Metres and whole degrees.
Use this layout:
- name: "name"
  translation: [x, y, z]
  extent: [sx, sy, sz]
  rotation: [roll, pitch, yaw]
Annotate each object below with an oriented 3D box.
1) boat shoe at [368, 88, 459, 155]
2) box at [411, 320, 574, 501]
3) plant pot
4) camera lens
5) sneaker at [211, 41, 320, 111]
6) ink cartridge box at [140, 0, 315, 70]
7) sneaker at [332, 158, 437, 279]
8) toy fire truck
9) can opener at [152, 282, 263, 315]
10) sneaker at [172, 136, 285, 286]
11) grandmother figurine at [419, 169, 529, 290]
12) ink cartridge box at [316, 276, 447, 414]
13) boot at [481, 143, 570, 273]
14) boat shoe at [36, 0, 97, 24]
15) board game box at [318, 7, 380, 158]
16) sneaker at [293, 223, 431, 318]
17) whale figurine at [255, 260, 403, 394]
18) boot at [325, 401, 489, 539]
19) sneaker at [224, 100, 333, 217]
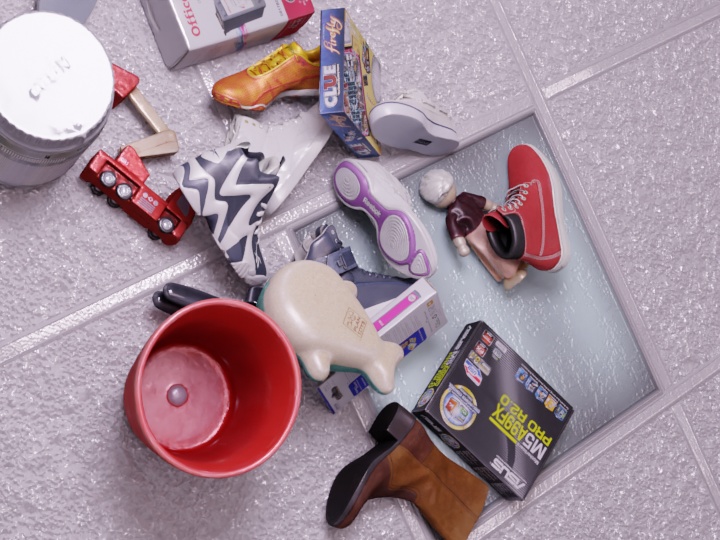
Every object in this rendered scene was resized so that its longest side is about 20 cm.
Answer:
- name: "boat shoe"
  translation: [0.070, -0.213, 1.636]
  extent: [0.199, 0.070, 0.071]
  rotation: [8, 63, -54]
- name: "box"
  translation: [0.188, 0.196, 1.662]
  extent: [0.200, 0.044, 0.161]
  rotation: [43, 64, -14]
- name: "plant pot"
  translation: [-0.191, 0.143, 1.398]
  extent: [0.197, 0.177, 0.204]
  rotation: [4, 80, -25]
- name: "camera lens"
  translation: [-0.374, -0.191, 1.357]
  extent: [0.157, 0.199, 0.163]
  rotation: [5, 77, -25]
- name: "sneaker"
  translation: [-0.113, -0.262, 1.569]
  extent: [0.198, 0.078, 0.073]
  rotation: [-23, 46, -36]
- name: "ink cartridge box"
  translation: [-0.179, -0.365, 1.558]
  extent: [0.198, 0.085, 0.150]
  rotation: [-24, 92, -30]
- name: "sneaker"
  translation: [0.051, -0.077, 1.598]
  extent: [0.099, 0.075, 0.201]
  rotation: [-11, 59, -51]
- name: "toy fire truck"
  translation: [-0.274, -0.144, 1.486]
  extent: [0.199, 0.049, 0.142]
  rotation: [39, 64, -17]
- name: "can opener"
  translation: [-0.169, 0.057, 1.493]
  extent: [0.197, 0.063, 0.080]
  rotation: [14, 50, -30]
- name: "sneaker"
  translation: [-0.132, -0.081, 1.481]
  extent: [0.129, 0.080, 0.200]
  rotation: [-34, 121, -3]
- name: "grandmother figurine"
  translation: [0.159, -0.063, 1.693]
  extent: [0.200, 0.060, 0.122]
  rotation: [46, 36, -9]
- name: "ink cartridge box"
  translation: [0.024, 0.099, 1.550]
  extent: [0.199, 0.095, 0.037]
  rotation: [-40, 61, -8]
- name: "boot"
  translation: [0.219, -0.102, 1.687]
  extent: [0.143, 0.072, 0.203]
  rotation: [13, 56, -40]
- name: "boat shoe"
  translation: [-0.360, -0.389, 1.477]
  extent: [0.073, 0.068, 0.203]
  rotation: [8, 100, -36]
- name: "board game box"
  translation: [-0.011, -0.242, 1.571]
  extent: [0.034, 0.200, 0.138]
  rotation: [-3, 78, 14]
- name: "sneaker"
  translation: [0.000, 0.000, 1.586]
  extent: [0.200, 0.077, 0.148]
  rotation: [-19, 82, -39]
- name: "whale figurine"
  translation: [-0.042, 0.081, 1.460]
  extent: [0.199, 0.104, 0.160]
  rotation: [35, 44, -17]
- name: "boot"
  translation: [0.063, 0.307, 1.581]
  extent: [0.200, 0.068, 0.189]
  rotation: [46, 56, -21]
- name: "sneaker"
  translation: [-0.109, -0.182, 1.566]
  extent: [0.115, 0.073, 0.201]
  rotation: [39, 61, -11]
